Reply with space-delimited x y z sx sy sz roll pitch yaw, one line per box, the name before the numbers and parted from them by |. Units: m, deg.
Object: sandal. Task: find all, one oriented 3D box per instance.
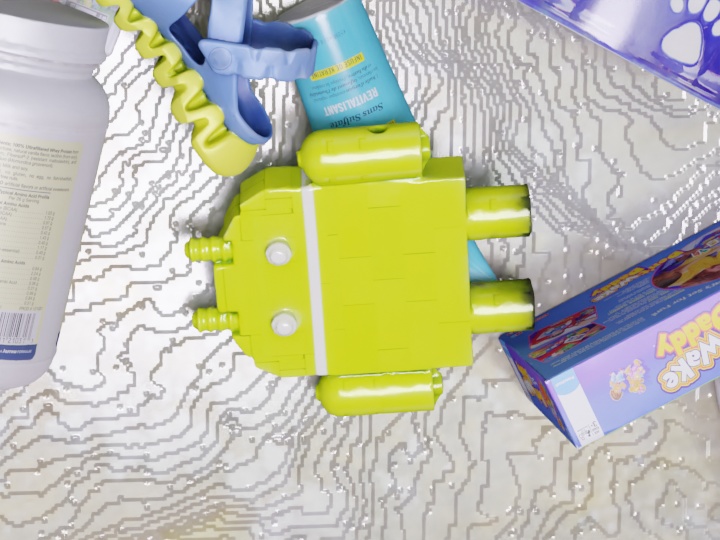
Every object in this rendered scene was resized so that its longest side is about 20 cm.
sandal | -0.093 -0.153 1.435 0.087 0.080 0.200 -30 111 17

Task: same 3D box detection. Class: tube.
tube | 0.010 -0.062 1.510 0.077 0.050 0.201 -20 107 11

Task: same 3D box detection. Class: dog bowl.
dog bowl | 0.138 -0.164 1.429 0.199 0.200 0.079 27 97 -12

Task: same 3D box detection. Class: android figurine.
android figurine | 0.000 0.000 1.496 0.199 0.041 0.183 -3 118 -2

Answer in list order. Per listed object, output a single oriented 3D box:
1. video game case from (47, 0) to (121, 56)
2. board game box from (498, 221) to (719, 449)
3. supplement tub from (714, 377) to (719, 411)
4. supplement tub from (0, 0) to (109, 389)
video game case | -0.206 -0.222 1.461 0.199 0.018 0.144 21 96 -11
board game box | 0.188 0.024 1.503 0.199 0.134 0.045 -27 102 -3
supplement tub | 0.319 0.072 1.532 0.199 0.132 0.133 -19 102 -4
supplement tub | -0.217 -0.050 1.419 0.144 0.145 0.201 12 100 -10
